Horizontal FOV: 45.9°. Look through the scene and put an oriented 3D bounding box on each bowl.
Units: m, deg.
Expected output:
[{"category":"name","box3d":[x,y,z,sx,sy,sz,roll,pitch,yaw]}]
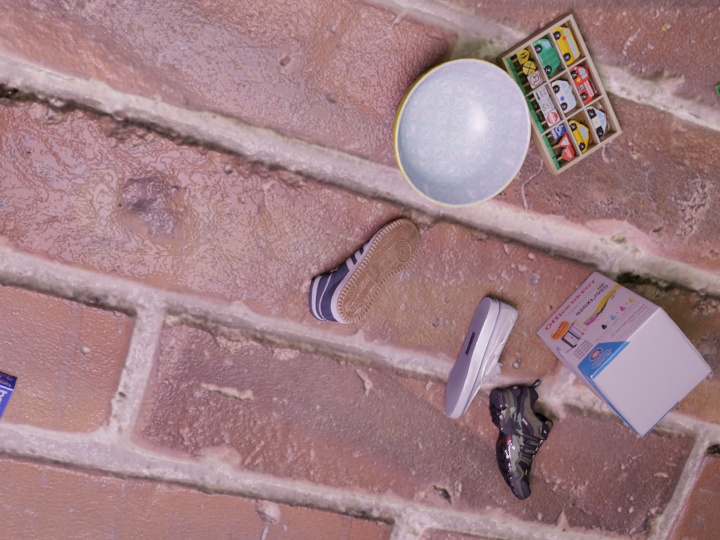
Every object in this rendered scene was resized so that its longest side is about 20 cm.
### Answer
[{"category":"bowl","box3d":[0.128,-0.199,1.200,0.197,0.108,0.203,-4,107,-13]}]

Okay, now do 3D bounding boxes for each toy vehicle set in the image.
[{"category":"toy vehicle set","box3d":[0.298,-0.260,1.268,0.123,0.027,0.201,-32,111,-3]}]

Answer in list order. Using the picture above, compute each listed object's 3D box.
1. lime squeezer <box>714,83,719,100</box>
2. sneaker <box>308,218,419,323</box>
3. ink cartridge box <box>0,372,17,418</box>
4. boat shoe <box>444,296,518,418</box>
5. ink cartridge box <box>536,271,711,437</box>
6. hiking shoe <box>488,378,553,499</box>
[{"category":"lime squeezer","box3d":[0.615,-0.204,1.348,0.038,0.071,0.201,-37,82,16]},{"category":"sneaker","box3d":[0.000,0.000,1.254,0.070,0.108,0.200,51,59,-19]},{"category":"ink cartridge box","box3d":[-0.564,0.227,1.181,0.093,0.044,0.202,24,99,-21]},{"category":"boat shoe","box3d":[0.192,0.145,1.335,0.064,0.074,0.203,18,102,-14]},{"category":"ink cartridge box","box3d":[0.399,0.122,1.314,0.147,0.200,0.145,-45,109,2]},{"category":"hiking shoe","box3d":[0.275,0.282,1.395,0.099,0.076,0.203,-13,108,-7]}]
